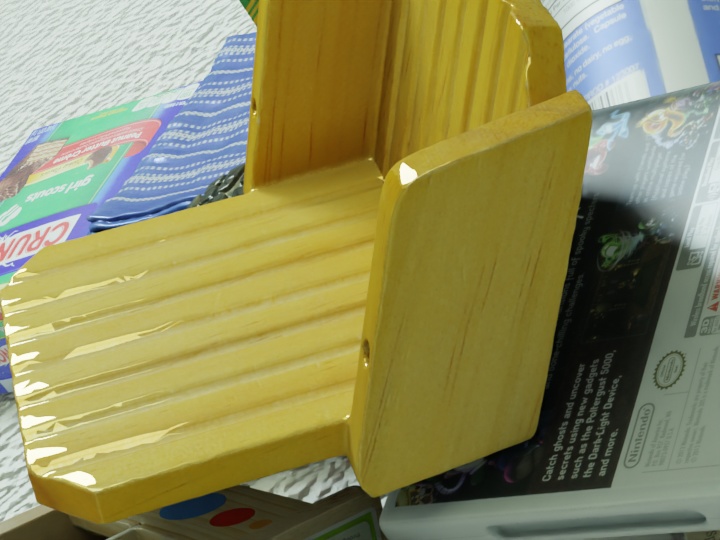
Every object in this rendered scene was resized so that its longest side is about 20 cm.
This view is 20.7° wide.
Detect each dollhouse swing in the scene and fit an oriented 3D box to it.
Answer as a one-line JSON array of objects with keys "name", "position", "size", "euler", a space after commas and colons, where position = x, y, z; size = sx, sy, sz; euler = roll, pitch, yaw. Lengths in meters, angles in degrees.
[{"name": "dollhouse swing", "position": [-0.040, -0.030, 0.725], "size": [0.174, 0.183, 0.200], "euler": [-2, 31, -14]}]

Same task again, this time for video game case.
[{"name": "video game case", "position": [0.109, 0.009, 0.717], "size": [0.181, 0.023, 0.201], "euler": [-11, 45, 39]}]

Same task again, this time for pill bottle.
[{"name": "pill bottle", "position": [0.136, -0.101, 0.902], "size": [0.111, 0.112, 0.201], "euler": [-23, 52, 21]}]

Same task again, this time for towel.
[{"name": "towel", "position": [-0.055, -0.087, 1.068], "size": [0.144, 0.024, 0.201], "euler": [-13, 32, 34]}]

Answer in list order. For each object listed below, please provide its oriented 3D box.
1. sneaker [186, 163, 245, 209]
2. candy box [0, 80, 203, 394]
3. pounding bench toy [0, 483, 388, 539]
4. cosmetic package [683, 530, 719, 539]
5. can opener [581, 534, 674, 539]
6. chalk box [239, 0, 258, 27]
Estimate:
[{"name": "sneaker", "position": [0.000, 0.000, 0.885], "size": [0.198, 0.090, 0.079], "euler": [-4, 34, 22]}, {"name": "candy box", "position": [-0.181, -0.018, 1.263], "size": [0.168, 0.077, 0.201], "euler": [-12, 37, 37]}, {"name": "pounding bench toy", "position": [-0.046, 0.144, 0.802], "size": [0.199, 0.125, 0.155], "euler": [-22, 16, -34]}, {"name": "cosmetic package", "position": [0.217, 0.086, 0.661], "size": [0.199, 0.073, 0.104], "euler": [-31, 28, 11]}, {"name": "can opener", "position": [0.039, 0.127, 0.710], "size": [0.198, 0.053, 0.066], "euler": [-3, 4, -20]}, {"name": "chalk box", "position": [0.036, -0.173, 1.210], "size": [0.125, 0.124, 0.199], "euler": [-48, 30, -22]}]
